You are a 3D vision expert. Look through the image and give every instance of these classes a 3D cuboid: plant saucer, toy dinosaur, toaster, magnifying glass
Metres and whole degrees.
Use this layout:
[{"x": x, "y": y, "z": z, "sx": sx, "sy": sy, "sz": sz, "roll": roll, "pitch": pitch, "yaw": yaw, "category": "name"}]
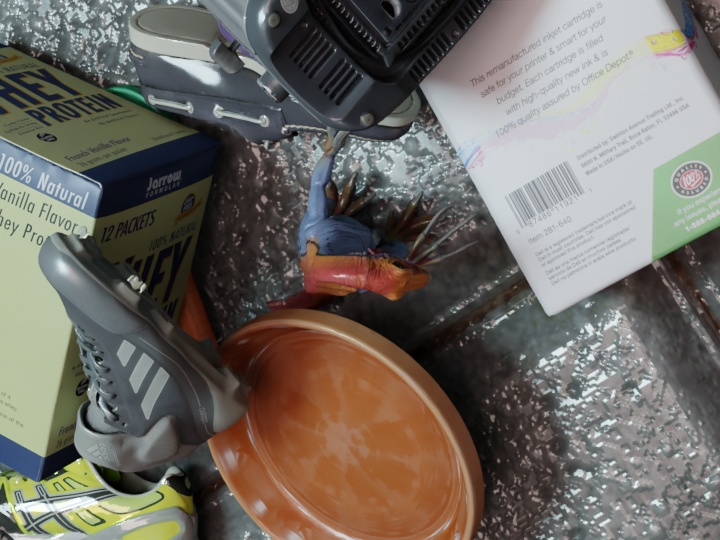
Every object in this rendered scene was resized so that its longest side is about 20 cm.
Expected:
[{"x": -0.011, "y": 0.111, "z": 1.013, "sx": 0.199, "sy": 0.032, "sz": 0.202, "roll": 18, "pitch": 127, "yaw": 25, "category": "plant saucer"}, {"x": 0.000, "y": 0.000, "z": 0.930, "sx": 0.104, "sy": 0.182, "sz": 0.201, "roll": 28, "pitch": 117, "yaw": 3, "category": "toy dinosaur"}, {"x": 0.001, "y": -0.177, "z": 0.854, "sx": 0.200, "sy": 0.129, "sz": 0.114, "roll": -50, "pitch": 126, "yaw": -2, "category": "toaster"}, {"x": -0.133, "y": -0.024, "z": 1.070, "sx": 0.079, "sy": 0.022, "sz": 0.202, "roll": -18, "pitch": 92, "yaw": 24, "category": "magnifying glass"}]

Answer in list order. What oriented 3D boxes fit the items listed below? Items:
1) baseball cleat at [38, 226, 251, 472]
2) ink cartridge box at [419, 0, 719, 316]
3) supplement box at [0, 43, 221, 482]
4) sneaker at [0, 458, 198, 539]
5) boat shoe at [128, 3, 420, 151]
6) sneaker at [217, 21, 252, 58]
[{"x": -0.139, "y": 0.059, "z": 0.930, "sx": 0.106, "sy": 0.200, "sz": 0.070, "roll": -42, "pitch": 46, "yaw": 1, "category": "baseball cleat"}, {"x": 0.127, "y": -0.100, "z": 0.917, "sx": 0.144, "sy": 0.084, "sz": 0.201, "roll": -30, "pitch": 89, "yaw": 23, "category": "ink cartridge box"}, {"x": -0.222, "y": -0.014, "z": 1.027, "sx": 0.199, "sy": 0.134, "sz": 0.202, "roll": 24, "pitch": 114, "yaw": 19, "category": "supplement box"}, {"x": -0.202, "y": 0.157, "z": 1.111, "sx": 0.198, "sy": 0.075, "sz": 0.077, "roll": 9, "pitch": 97, "yaw": 8, "category": "sneaker"}, {"x": -0.055, "y": -0.110, "z": 1.003, "sx": 0.198, "sy": 0.073, "sz": 0.063, "roll": 19, "pitch": 126, "yaw": 19, "category": "boat shoe"}, {"x": -0.022, "y": -0.218, "z": 0.957, "sx": 0.201, "sy": 0.076, "sz": 0.087, "roll": -54, "pitch": 35, "yaw": 1, "category": "sneaker"}]
